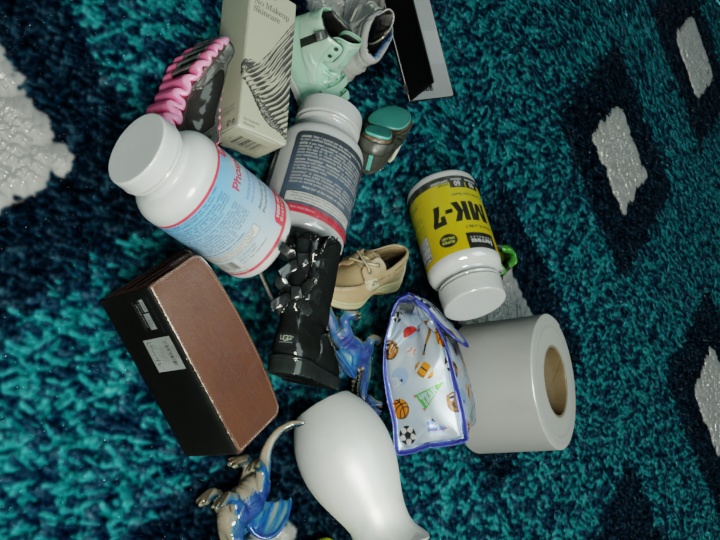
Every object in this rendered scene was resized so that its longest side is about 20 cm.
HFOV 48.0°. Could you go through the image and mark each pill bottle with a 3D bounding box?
[{"bbox_3d":[-0.059,-0.120,1.048,0.119,0.118,0.204,33,59,-36],"label":"pill bottle"},{"bbox_3d":[0.144,-0.037,1.206,0.113,0.114,0.204,16,50,-43],"label":"pill bottle"},{"bbox_3d":[-0.173,-0.081,0.886,0.199,0.107,0.111,38,55,-47],"label":"pill bottle"}]

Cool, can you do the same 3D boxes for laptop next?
[{"bbox_3d":[0.108,-0.379,1.286,0.198,0.114,0.192,-18,95,-47],"label":"laptop"}]

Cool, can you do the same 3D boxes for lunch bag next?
[{"bbox_3d":[0.094,0.133,1.115,0.170,0.121,0.205,23,55,-78],"label":"lunch bag"}]

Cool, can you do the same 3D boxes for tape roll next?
[{"bbox_3d":[0.237,0.176,1.251,0.201,0.137,0.208,23,63,-54],"label":"tape roll"}]

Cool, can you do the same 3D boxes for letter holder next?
[{"bbox_3d":[-0.166,0.081,0.907,0.142,0.099,0.203,-39,109,-45],"label":"letter holder"}]

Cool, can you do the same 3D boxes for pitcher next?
[{"bbox_3d":[-0.010,0.269,1.015,0.119,0.172,0.203,-20,71,-28],"label":"pitcher"}]

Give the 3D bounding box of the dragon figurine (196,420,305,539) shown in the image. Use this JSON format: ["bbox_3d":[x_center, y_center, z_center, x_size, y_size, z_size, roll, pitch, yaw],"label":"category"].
[{"bbox_3d":[-0.121,0.270,0.931,0.201,0.058,0.101,-50,121,-40],"label":"dragon figurine"}]

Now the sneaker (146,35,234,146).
[{"bbox_3d":[-0.196,-0.188,0.962,0.095,0.078,0.203,44,60,-37],"label":"sneaker"}]

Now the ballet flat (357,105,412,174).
[{"bbox_3d":[0.028,-0.190,1.188,0.200,0.067,0.070,-54,161,-63],"label":"ballet flat"}]

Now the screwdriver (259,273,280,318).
[{"bbox_3d":[-0.143,-0.027,1.009,0.029,0.028,0.204,-21,99,-16],"label":"screwdriver"}]

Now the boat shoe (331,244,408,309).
[{"bbox_3d":[0.000,0.000,1.101,0.199,0.071,0.065,-18,137,-57],"label":"boat shoe"}]

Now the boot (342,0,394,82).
[{"bbox_3d":[0.019,-0.366,1.203,0.073,0.094,0.203,38,56,-33],"label":"boot"}]

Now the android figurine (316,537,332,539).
[{"bbox_3d":[-0.048,0.427,0.996,0.197,0.041,0.187,2,80,-44],"label":"android figurine"}]

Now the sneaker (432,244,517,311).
[{"bbox_3d":[0.182,0.000,1.300,0.199,0.084,0.079,-35,106,-44],"label":"sneaker"}]

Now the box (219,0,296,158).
[{"bbox_3d":[-0.136,-0.256,1.035,0.081,0.068,0.205,15,71,-42],"label":"box"}]

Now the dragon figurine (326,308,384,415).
[{"bbox_3d":[-0.026,0.110,1.074,0.201,0.058,0.100,49,50,-27],"label":"dragon figurine"}]

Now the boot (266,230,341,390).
[{"bbox_3d":[-0.057,0.052,0.967,0.198,0.072,0.166,54,43,-72],"label":"boot"}]

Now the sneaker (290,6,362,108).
[{"bbox_3d":[-0.034,-0.259,1.108,0.202,0.117,0.074,57,46,-22],"label":"sneaker"}]
